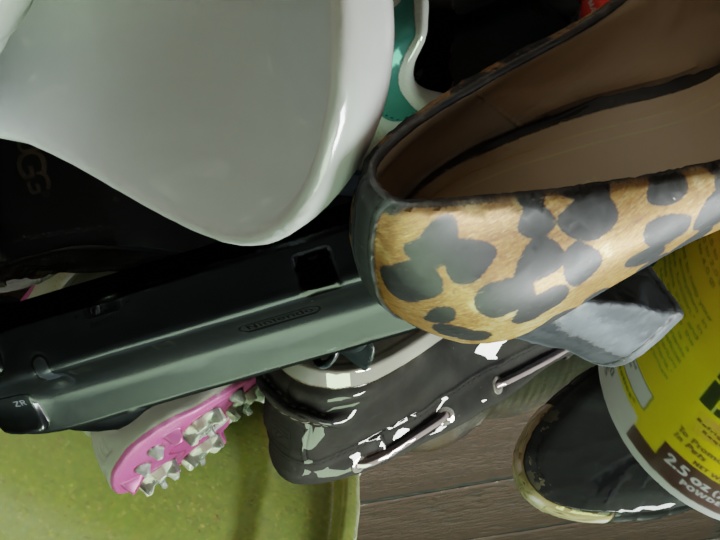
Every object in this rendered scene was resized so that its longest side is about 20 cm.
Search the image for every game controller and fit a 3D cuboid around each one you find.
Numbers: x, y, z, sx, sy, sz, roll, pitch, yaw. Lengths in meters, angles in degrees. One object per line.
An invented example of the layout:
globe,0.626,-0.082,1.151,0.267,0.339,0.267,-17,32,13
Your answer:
game controller,-0.013,0.005,0.806,0.199,0.042,0.104,-16,175,15

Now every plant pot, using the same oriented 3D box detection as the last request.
plant pot,-0.132,0.101,1.115,0.184,0.201,0.200,29,151,-26

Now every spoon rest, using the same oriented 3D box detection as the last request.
spoon rest,-0.049,-0.052,0.695,0.060,0.100,0.200,-7,180,-25

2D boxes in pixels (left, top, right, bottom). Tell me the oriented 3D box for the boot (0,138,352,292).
boot,-0.087,-0.025,0.897,0.199,0.070,0.174,-6,176,-8

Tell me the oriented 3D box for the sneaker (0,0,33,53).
sneaker,-0.111,-0.037,0.683,0.074,0.100,0.200,-2,166,-20

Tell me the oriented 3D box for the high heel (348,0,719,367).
high heel,0.085,-0.058,0.663,0.200,0.071,0.142,-50,153,13

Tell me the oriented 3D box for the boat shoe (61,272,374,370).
boat shoe,0.000,-0.001,0.957,0.198,0.066,0.075,-21,-158,6

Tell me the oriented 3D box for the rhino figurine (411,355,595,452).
rhino figurine,0.082,0.015,1.163,0.199,0.060,0.087,-26,178,-11

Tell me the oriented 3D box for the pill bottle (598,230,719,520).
pill bottle,0.140,-0.005,0.822,0.109,0.110,0.200,-6,158,-13

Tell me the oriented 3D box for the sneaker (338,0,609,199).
sneaker,0.049,-0.052,0.805,0.199,0.071,0.093,6,168,-45

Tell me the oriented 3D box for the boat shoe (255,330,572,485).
boat shoe,0.039,0.018,1.053,0.199,0.067,0.057,-24,136,-38

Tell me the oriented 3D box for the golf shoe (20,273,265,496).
golf shoe,-0.050,0.009,1.076,0.075,0.092,0.200,-49,170,29

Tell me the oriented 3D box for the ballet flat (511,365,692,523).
ballet flat,0.135,0.054,1.149,0.199,0.067,0.057,-21,176,-35
